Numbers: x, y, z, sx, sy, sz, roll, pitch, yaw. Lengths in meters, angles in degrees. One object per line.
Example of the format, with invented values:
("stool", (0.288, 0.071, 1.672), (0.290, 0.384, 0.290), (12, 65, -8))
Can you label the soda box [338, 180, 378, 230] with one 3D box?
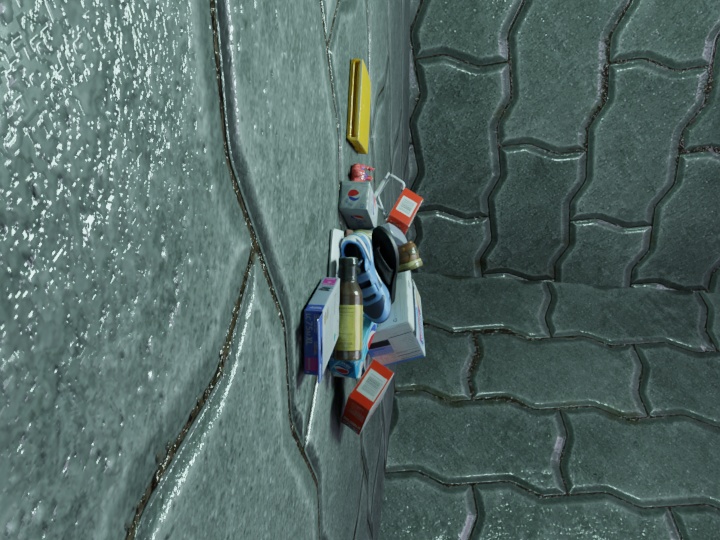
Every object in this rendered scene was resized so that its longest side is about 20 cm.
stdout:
("soda box", (-0.001, -0.144, 1.388), (0.200, 0.066, 0.065), (55, 39, -77))

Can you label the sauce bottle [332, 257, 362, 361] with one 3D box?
("sauce bottle", (-0.025, 0.077, 1.221), (0.065, 0.063, 0.206), (20, 72, -82))

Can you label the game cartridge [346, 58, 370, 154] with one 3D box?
("game cartridge", (-0.002, -0.381, 1.432), (0.200, 0.031, 0.182), (-16, 109, -84))

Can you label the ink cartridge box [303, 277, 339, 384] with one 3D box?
("ink cartridge box", (-0.070, 0.102, 1.082), (0.201, 0.041, 0.123), (-73, 165, -70))

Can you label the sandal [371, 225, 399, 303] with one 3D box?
("sandal", (0.048, 0.000, 1.347), (0.048, 0.074, 0.205), (-32, 131, -37))

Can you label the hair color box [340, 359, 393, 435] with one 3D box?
("hair color box", (0.013, 0.306, 1.446), (0.112, 0.063, 0.202), (-52, 167, -29))

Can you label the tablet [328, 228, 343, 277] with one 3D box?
("tablet", (-0.052, 0.018, 1.280), (0.130, 0.013, 0.206), (-4, 98, -83))

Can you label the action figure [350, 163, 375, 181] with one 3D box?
("action figure", (0.005, -0.224, 1.490), (0.200, 0.050, 0.067), (1, 97, -81))

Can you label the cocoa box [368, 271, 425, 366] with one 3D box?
("cocoa box", (0.076, 0.110, 1.477), (0.203, 0.130, 0.133), (-89, 157, -47))

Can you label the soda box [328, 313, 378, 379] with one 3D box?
("soda box", (-0.007, 0.131, 1.327), (0.065, 0.066, 0.203), (83, 25, -50))

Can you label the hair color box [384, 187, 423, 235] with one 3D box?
("hair color box", (0.092, -0.110, 1.579), (0.103, 0.060, 0.201), (-59, 178, -31))

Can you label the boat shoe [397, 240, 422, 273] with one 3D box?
("boat shoe", (0.054, -0.023, 1.445), (0.072, 0.196, 0.069), (-20, 96, -59))

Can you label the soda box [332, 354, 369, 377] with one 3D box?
("soda box", (-0.019, 0.214, 1.433), (0.200, 0.062, 0.070), (44, 50, -79))

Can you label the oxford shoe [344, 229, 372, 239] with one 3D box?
("oxford shoe", (0.000, 0.000, 1.397), (0.071, 0.072, 0.204), (-106, -167, -55))

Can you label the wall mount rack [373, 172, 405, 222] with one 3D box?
("wall mount rack", (0.048, -0.156, 1.612), (0.202, 0.074, 0.174), (-60, -179, -34))

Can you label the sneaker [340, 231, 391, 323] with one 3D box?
("sneaker", (0.005, 0.017, 1.279), (0.205, 0.072, 0.082), (69, 17, 4))

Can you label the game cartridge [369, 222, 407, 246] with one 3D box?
("game cartridge", (0.055, -0.049, 1.510), (0.200, 0.130, 0.043), (50, 26, -63))
